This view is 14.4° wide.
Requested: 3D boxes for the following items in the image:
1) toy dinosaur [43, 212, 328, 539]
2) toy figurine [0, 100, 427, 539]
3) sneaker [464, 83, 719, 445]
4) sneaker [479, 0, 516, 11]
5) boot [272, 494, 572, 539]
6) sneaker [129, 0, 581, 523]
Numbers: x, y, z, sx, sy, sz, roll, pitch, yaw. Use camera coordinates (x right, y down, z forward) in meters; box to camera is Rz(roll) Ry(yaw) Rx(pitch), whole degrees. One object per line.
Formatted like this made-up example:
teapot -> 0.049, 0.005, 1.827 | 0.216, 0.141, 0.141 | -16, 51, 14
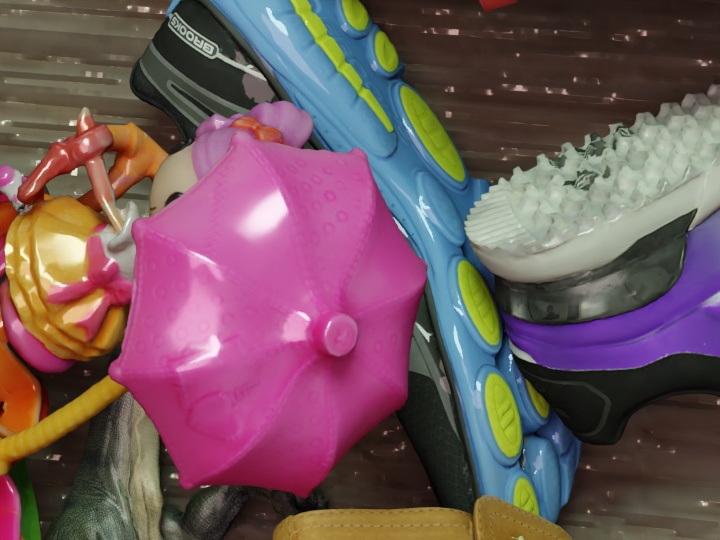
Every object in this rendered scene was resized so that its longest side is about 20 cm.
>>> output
toy dinosaur -> -0.063, 0.088, 0.875 | 0.088, 0.047, 0.201 | 16, 89, 16
toy figurine -> -0.066, 0.012, 0.792 | 0.183, 0.201, 0.150 | -23, 131, 25
sneaker -> 0.135, -0.007, 0.831 | 0.199, 0.070, 0.100 | -20, 112, -3
sneaker -> 0.083, -0.095, 0.763 | 0.108, 0.067, 0.201 | -44, 73, 0
boot -> 0.069, 0.135, 0.757 | 0.200, 0.145, 0.071 | 18, 135, -25
sneaker -> 0.000, 0.000, 0.859 | 0.083, 0.071, 0.200 | -34, 87, 31
